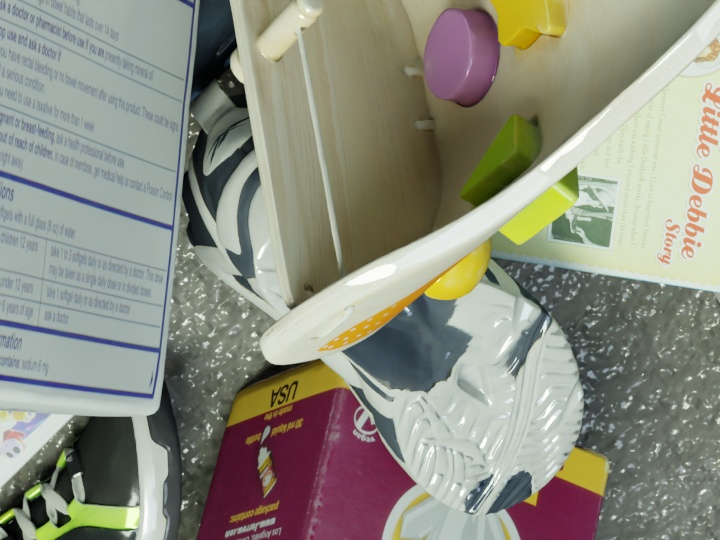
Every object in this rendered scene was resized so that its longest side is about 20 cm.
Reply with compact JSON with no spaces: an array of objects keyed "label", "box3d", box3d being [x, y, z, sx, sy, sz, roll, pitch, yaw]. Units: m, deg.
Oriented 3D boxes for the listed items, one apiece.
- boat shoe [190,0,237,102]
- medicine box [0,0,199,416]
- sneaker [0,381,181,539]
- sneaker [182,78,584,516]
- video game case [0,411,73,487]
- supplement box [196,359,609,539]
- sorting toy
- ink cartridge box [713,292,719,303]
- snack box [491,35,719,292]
[{"label":"boat shoe","box3d":[-0.097,-0.044,0.969,0.200,0.084,0.069,-45,133,1]},{"label":"medicine box","box3d":[-0.130,-0.058,0.834,0.102,0.182,0.202,3,86,15]},{"label":"sneaker","box3d":[-0.132,0.128,1.060,0.082,0.072,0.201,13,112,-21]},{"label":"sneaker","box3d":[0.000,0.000,0.973,0.080,0.130,0.199,-46,132,6]},{"label":"video game case","box3d":[-0.200,0.016,1.013,0.143,0.018,0.200,-44,120,8]},{"label":"supplement box","box3d":[0.003,0.150,1.034,0.130,0.103,0.201,23,67,-25]},{"label":"sorting toy","box3d":[0.044,-0.091,0.810,0.106,0.201,0.180,11,148,-39]},{"label":"ink cartridge box","box3d":[0.192,0.046,1.040,0.050,0.200,0.161,-34,121,2]},{"label":"snack box","box3d":[0.092,-0.084,0.933,0.115,0.037,0.201,9,131,7]}]
